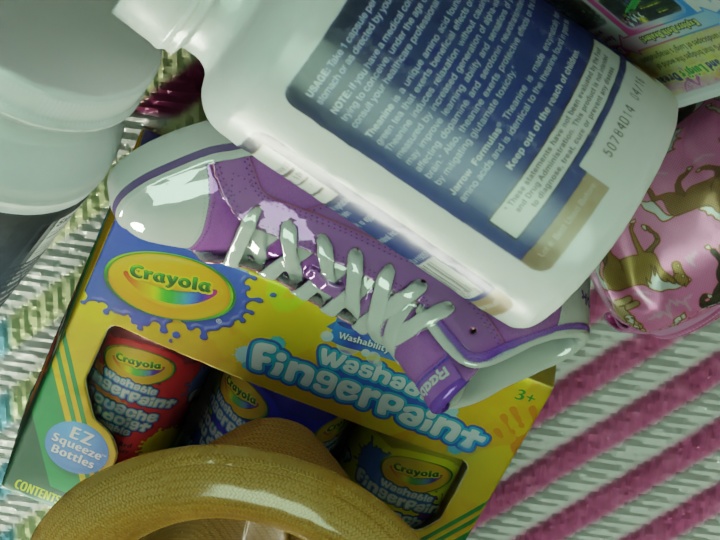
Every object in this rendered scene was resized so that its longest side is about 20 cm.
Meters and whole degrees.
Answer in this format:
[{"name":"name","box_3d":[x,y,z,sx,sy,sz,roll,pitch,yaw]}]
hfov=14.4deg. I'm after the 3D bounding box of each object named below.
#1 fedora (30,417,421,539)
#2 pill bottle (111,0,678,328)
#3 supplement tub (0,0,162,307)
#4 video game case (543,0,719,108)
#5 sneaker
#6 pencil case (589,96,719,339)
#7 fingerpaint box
[{"name":"fedora","box_3d":[-0.047,0.127,1.206,0.200,0.082,0.201,6,133,6]},{"name":"pill bottle","box_3d":[0.011,-0.075,1.078,0.200,0.111,0.111,34,124,-8]},{"name":"supplement tub","box_3d":[-0.183,-0.050,1.154,0.140,0.140,0.200,32,124,-14]},{"name":"video game case","box_3d":[0.075,-0.127,1.066,0.182,0.024,0.200,38,157,-18]},{"name":"sneaker","box_3d":[0.000,0.000,1.141,0.200,0.115,0.073,1,153,-14]},{"name":"pencil case","box_3d":[0.183,-0.038,1.141,0.200,0.087,0.083,-20,128,24]},{"name":"fingerpaint box","box_3d":[-0.035,0.054,1.247,0.200,0.073,0.167,22,126,-8]}]
